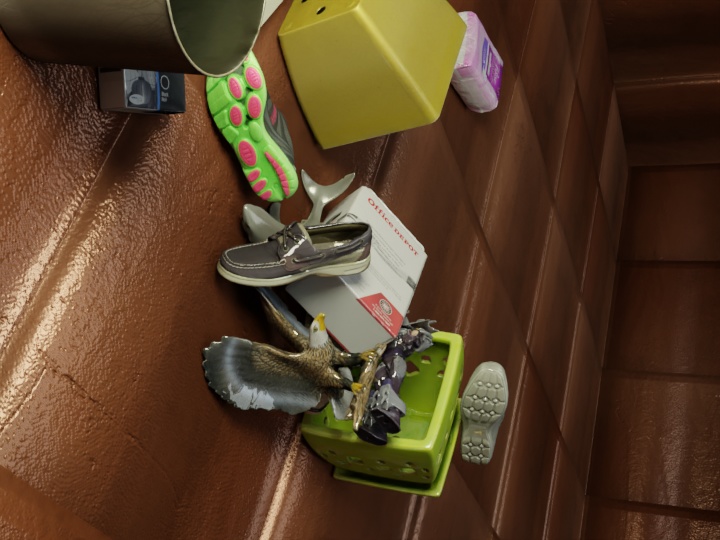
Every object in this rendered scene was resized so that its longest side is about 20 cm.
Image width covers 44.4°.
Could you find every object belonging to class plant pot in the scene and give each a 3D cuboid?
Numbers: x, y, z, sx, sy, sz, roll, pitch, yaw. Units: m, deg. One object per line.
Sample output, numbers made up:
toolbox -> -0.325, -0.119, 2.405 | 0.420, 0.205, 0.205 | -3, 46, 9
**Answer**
plant pot -> 0.047, 0.214, 1.296 | 0.182, 0.198, 0.200 | 74, 29, -46
plant pot -> 0.003, -0.314, 1.206 | 0.177, 0.199, 0.201 | 49, 47, -38

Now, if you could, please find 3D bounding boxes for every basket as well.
basket -> -0.200, -0.243, 0.751 | 0.136, 0.198, 0.182 | 45, 52, -57

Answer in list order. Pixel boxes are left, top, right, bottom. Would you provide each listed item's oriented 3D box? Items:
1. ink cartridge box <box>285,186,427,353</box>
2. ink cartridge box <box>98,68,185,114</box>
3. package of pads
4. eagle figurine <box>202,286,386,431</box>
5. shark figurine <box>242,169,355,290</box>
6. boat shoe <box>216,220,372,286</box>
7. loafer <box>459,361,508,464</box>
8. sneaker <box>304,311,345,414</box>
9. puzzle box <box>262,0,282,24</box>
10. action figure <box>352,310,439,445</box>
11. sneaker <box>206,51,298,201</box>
ink cartridge box -> 0.000, 0.000, 1.227 | 0.147, 0.083, 0.201 | 46, 36, -15
ink cartridge box -> -0.223, -0.261, 0.890 | 0.099, 0.039, 0.202 | -15, 104, -63
package of pads -> 0.226, -0.417, 1.783 | 0.200, 0.075, 0.122 | 36, 61, -60
eagle figurine -> -0.074, 0.101, 1.079 | 0.152, 0.198, 0.152 | -31, 136, -80
shark figurine -> -0.069, -0.052, 1.163 | 0.214, 0.089, 0.129 | -37, 125, -57
boat shoe -> -0.076, -0.027, 1.067 | 0.198, 0.072, 0.065 | -5, 127, -24
loafer -> 0.181, 0.204, 1.310 | 0.070, 0.069, 0.201 | -71, 170, -49
sneaker -> -0.053, 0.113, 1.237 | 0.201, 0.075, 0.088 | -70, 177, -49
puzzle box -> -0.126, -0.399, 1.102 | 0.201, 0.025, 0.134 | -63, 144, -43
action figure -> 0.041, 0.129, 1.187 | 0.069, 0.130, 0.201 | 36, 44, -23
sneaker -> -0.131, -0.181, 1.066 | 0.084, 0.076, 0.202 | -95, 170, -61
